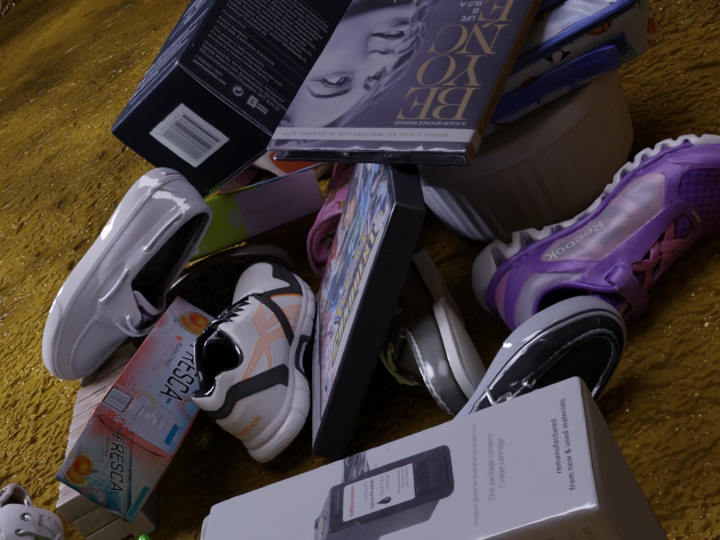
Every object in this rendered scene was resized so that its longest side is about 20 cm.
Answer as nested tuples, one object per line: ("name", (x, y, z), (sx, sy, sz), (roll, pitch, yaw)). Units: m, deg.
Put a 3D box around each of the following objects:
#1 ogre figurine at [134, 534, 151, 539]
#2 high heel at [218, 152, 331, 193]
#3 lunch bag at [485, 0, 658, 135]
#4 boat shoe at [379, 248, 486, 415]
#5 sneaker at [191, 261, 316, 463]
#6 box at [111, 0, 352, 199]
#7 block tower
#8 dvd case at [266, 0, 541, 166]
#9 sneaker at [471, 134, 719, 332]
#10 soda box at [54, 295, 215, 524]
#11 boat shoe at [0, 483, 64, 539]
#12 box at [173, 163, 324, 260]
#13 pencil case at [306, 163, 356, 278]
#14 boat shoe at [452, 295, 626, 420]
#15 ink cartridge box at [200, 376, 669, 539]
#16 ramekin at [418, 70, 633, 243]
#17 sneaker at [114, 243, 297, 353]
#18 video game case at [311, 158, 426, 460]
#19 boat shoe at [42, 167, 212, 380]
("ogre figurine", (-0.159, 0.234, 0.690), (0.119, 0.099, 0.200), (-21, 40, -17))
("high heel", (-0.081, -0.141, 1.232), (0.199, 0.067, 0.097), (-7, 47, 46))
("lunch bag", (0.115, -0.185, 0.861), (0.199, 0.076, 0.161), (-28, 46, 5))
("boat shoe", (0.043, 0.048, 0.796), (0.060, 0.072, 0.202), (-28, 21, 5))
("sneaker", (-0.082, 0.049, 0.876), (0.074, 0.080, 0.201), (-42, 28, 21))
("box", (-0.103, -0.185, 0.993), (0.148, 0.104, 0.201), (-26, 33, 54))
("block tower", (-0.194, 0.135, 0.925), (0.058, 0.054, 0.200), (-30, 27, 7))
("dvd case", (0.038, -0.149, 0.800), (0.148, 0.016, 0.201), (5, 52, 29))
("sneaker", (0.171, -0.008, 0.754), (0.199, 0.081, 0.089), (-32, 33, 13))
("soda box", (-0.151, 0.096, 0.864), (0.069, 0.063, 0.200), (-56, 5, 23))
("boat shoe", (-0.252, 0.203, 0.855), (0.069, 0.071, 0.200), (-42, 27, -14))
("box", (-0.125, -0.045, 1.075), (0.121, 0.048, 0.200), (-18, 4, 38))
("pencil case", (0.010, -0.069, 1.012), (0.082, 0.087, 0.201), (8, 38, 7))
("boat shoe", (0.088, 0.096, 0.663), (0.199, 0.074, 0.068), (-39, 23, -11))
("ink cartridge box", (0.040, 0.154, 0.543), (0.199, 0.146, 0.084), (-23, 31, 19))
("ramekin", (0.126, -0.108, 0.937), (0.201, 0.094, 0.203), (-25, 29, 15))
("sneaker", (-0.145, 0.015, 1.050), (0.199, 0.071, 0.076), (-23, 28, 17))
("video game case", (0.000, 0.000, 0.824), (0.025, 0.201, 0.181), (12, 29, -9))
("boat shoe", (-0.186, 0.016, 0.947), (0.068, 0.072, 0.201), (39, 96, 29))
